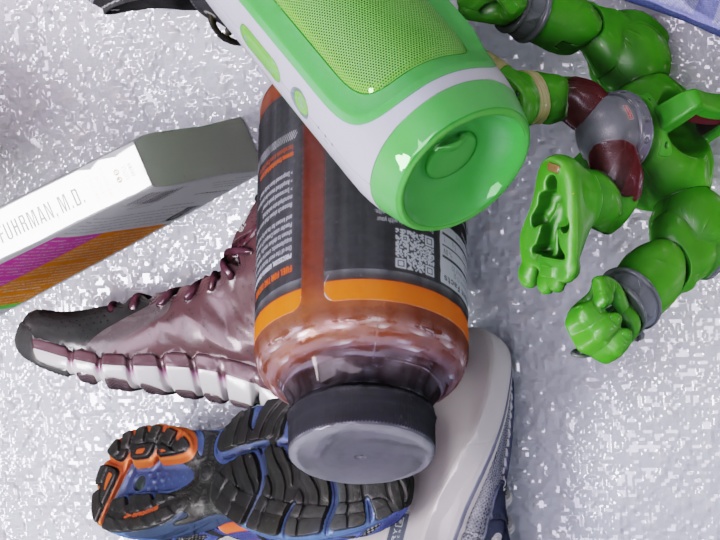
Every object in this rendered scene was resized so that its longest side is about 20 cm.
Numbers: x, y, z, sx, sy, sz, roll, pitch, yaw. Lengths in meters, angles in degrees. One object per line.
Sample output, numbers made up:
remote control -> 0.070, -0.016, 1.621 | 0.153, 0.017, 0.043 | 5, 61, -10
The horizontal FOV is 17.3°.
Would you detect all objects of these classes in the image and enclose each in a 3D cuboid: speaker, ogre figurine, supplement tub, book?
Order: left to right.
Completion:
book -> -0.165, -0.021, 1.253 | 0.200, 0.134, 0.048 | -24, 88, 22
speaker -> -0.005, -0.110, 1.109 | 0.088, 0.088, 0.200 | -51, 55, 19
supplement tub -> 0.000, 0.000, 1.160 | 0.107, 0.107, 0.200 | -12, 59, 23
ogre figurine -> 0.119, -0.057, 1.131 | 0.200, 0.120, 0.098 | 59, 136, 31

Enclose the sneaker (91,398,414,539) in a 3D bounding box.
sneaker -> -0.048, 0.112, 1.236 | 0.200, 0.078, 0.075 | -3, 71, 41

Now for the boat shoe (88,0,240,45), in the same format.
boat shoe -> -0.052, -0.150, 1.232 | 0.200, 0.070, 0.066 | -10, 91, 15

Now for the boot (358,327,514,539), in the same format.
boot -> 0.052, 0.136, 1.224 | 0.073, 0.090, 0.200 | 7, 73, 51

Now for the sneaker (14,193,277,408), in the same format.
sneaker -> -0.082, 0.010, 1.264 | 0.200, 0.076, 0.116 | 9, 94, 11

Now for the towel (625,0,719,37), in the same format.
towel -> 0.157, -0.228, 1.158 | 0.147, 0.024, 0.200 | 23, 105, 18
